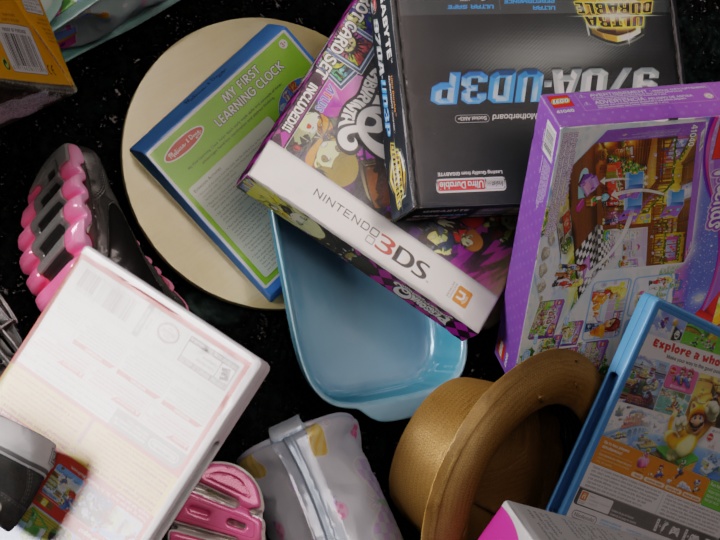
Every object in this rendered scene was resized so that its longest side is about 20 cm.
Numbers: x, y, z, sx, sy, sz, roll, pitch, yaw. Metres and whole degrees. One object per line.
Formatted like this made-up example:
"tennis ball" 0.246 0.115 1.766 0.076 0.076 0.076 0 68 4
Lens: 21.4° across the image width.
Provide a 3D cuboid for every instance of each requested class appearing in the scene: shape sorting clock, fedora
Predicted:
"shape sorting clock" -0.063 -0.072 1.269 0.199 0.039 0.201 4 79 -21
"fedora" 0.076 0.127 1.184 0.082 0.201 0.201 25 57 34

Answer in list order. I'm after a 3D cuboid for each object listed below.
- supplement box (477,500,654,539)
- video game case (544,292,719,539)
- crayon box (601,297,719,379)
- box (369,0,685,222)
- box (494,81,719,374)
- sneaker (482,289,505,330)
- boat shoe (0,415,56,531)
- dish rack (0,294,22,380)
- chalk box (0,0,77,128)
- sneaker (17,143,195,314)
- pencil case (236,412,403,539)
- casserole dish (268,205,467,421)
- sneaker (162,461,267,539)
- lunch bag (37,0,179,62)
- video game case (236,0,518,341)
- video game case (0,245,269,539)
"supplement box" 0.151 0.222 1.130 0.199 0.101 0.103 19 23 -38
"video game case" 0.188 0.129 1.204 0.143 0.018 0.201 23 92 -36
"crayon box" 0.258 0.044 1.318 0.172 0.058 0.200 41 64 0
"box" 0.109 -0.116 1.207 0.199 0.046 0.160 -3 82 -19
"box" 0.165 -0.021 1.183 0.136 0.201 0.039 -5 39 -16
"sneaker" 0.070 -0.060 1.287 0.076 0.081 0.201 0 71 -20
"boat shoe" -0.270 0.085 1.066 0.199 0.069 0.057 24 74 -6
"dish rack" -0.308 0.056 1.132 0.200 0.055 0.154 -37 86 -29
"chalk box" -0.297 -0.125 1.138 0.199 0.125 0.125 -23 86 15
"sneaker" -0.152 0.016 1.198 0.095 0.079 0.201 -1 70 -40
"pencil case" -0.008 0.188 1.157 0.083 0.091 0.201 -26 74 16
"casserole dish" 0.000 0.000 1.239 0.120 0.039 0.201 -9 84 -23
"sneaker" -0.087 0.211 1.133 0.073 0.087 0.201 2 91 -1
"lunch bag" -0.215 -0.224 1.237 0.199 0.122 0.171 -33 84 -17
"video game case" 0.046 -0.087 1.226 0.181 0.036 0.201 35 72 -9
"video game case" -0.161 0.103 1.106 0.143 0.017 0.201 31 86 24
